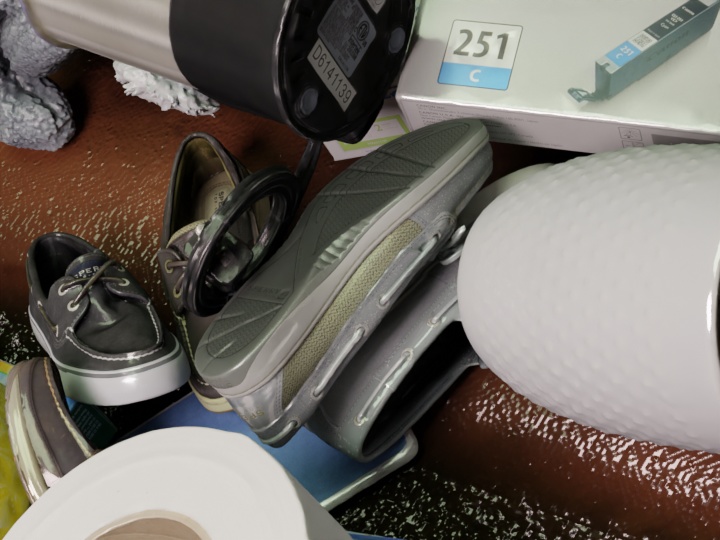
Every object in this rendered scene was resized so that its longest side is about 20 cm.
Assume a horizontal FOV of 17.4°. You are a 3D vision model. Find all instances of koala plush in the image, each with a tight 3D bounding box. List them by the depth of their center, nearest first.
[{"bbox_3d":[-0.150,-0.170,1.483,0.199,0.184,0.178,18,65,26],"label":"koala plush"}]

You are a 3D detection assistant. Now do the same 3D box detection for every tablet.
[{"bbox_3d":[-0.072,0.110,1.301,0.200,0.014,0.130,-33,45,4],"label":"tablet"}]

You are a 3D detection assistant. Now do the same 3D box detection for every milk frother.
[{"bbox_3d":[-0.096,-0.102,1.255,0.188,0.181,0.200,21,55,32],"label":"milk frother"}]

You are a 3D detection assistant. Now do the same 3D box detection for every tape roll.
[{"bbox_3d":[-0.095,0.176,1.109,0.202,0.071,0.203,-19,47,22],"label":"tape roll"}]

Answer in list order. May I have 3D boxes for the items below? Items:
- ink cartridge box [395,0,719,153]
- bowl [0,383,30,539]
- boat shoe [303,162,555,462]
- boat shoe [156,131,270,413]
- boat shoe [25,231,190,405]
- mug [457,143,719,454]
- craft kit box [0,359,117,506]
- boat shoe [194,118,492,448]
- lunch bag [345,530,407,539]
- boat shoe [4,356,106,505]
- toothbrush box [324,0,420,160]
[{"bbox_3d":[0.135,-0.148,1.272,0.199,0.045,0.177,8,66,18],"label":"ink cartridge box"},{"bbox_3d":[-0.289,0.113,1.293,0.200,0.108,0.201,-19,47,22],"label":"bowl"},{"bbox_3d":[0.053,0.027,1.258,0.201,0.070,0.071,-42,58,-12],"label":"boat shoe"},{"bbox_3d":[-0.087,-0.002,1.356,0.073,0.065,0.200,-27,38,12],"label":"boat shoe"},{"bbox_3d":[-0.150,0.020,1.341,0.070,0.066,0.200,-16,19,-13],"label":"boat shoe"},{"bbox_3d":[0.158,0.001,1.178,0.175,0.148,0.200,5,26,42],"label":"mug"},{"bbox_3d":[-0.266,0.136,1.367,0.197,0.049,0.200,20,68,41],"label":"craft kit box"},{"bbox_3d":[0.000,0.001,1.221,0.202,0.065,0.074,-49,30,-21],"label":"boat shoe"},{"bbox_3d":[-0.031,0.222,1.134,0.160,0.083,0.200,2,56,31],"label":"lunch bag"},{"bbox_3d":[-0.128,0.134,1.248,0.073,0.075,0.200,-23,76,-3],"label":"boat shoe"},{"bbox_3d":[0.045,-0.178,1.417,0.145,0.086,0.200,-10,49,24],"label":"toothbrush box"}]
